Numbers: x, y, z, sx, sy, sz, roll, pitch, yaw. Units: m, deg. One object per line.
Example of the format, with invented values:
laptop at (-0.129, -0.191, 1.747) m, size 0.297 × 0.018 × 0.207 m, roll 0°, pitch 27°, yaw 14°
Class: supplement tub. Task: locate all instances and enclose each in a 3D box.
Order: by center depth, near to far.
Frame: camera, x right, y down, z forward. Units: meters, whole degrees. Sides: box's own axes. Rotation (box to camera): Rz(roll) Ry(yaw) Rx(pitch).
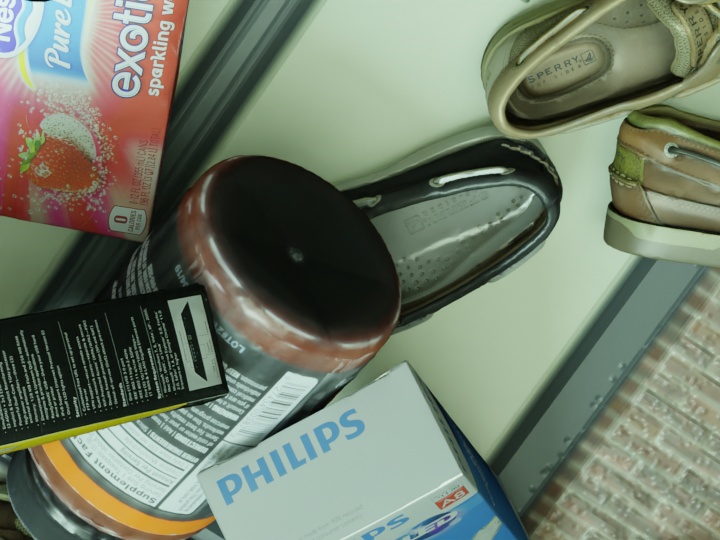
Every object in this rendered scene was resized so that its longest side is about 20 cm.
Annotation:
supplement tub at (-0.077, 0.047, 1.110) m, size 0.107 × 0.107 × 0.200 m, roll 35°, pitch 127°, yaw -12°

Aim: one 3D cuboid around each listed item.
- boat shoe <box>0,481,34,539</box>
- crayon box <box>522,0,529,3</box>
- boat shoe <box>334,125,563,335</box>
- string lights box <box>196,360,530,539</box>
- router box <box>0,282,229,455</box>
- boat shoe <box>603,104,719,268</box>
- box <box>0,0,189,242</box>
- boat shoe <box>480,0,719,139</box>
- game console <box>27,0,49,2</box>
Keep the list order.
boat shoe at (-0.110, 0.176, 1.196) m, size 0.202 × 0.075 × 0.075 m, roll 27°, pitch 102°, yaw -11°
crayon box at (0.071, -0.228, 1.113) m, size 0.126 × 0.052 × 0.200 m, roll 26°, pitch 102°, yaw -10°
boat shoe at (0.000, 0.000, 1.162) m, size 0.200 × 0.060 × 0.074 m, roll -23°, pitch 112°, yaw 5°
string lights box at (0.009, 0.113, 1.129) m, size 0.103 × 0.200 × 0.059 m, roll -28°, pitch 68°, yaw 4°
router box at (-0.175, 0.055, 1.027) m, size 0.200 × 0.149 × 0.051 m, roll -15°, pitch 87°, yaw 42°
boat shoe at (0.213, -0.035, 1.164) m, size 0.199 × 0.072 × 0.068 m, roll 4°, pitch 106°, yaw -5°
box at (-0.121, -0.125, 1.088) m, size 0.099 × 0.096 × 0.200 m, roll 10°, pitch 115°, yaw -6°
boat shoe at (0.148, -0.110, 1.132) m, size 0.200 × 0.065 × 0.071 m, roll -28°, pitch 108°, yaw 11°
game console at (-0.205, -0.172, 0.937) m, size 0.172 × 0.119 × 0.200 m, roll 16°, pitch 134°, yaw 13°
